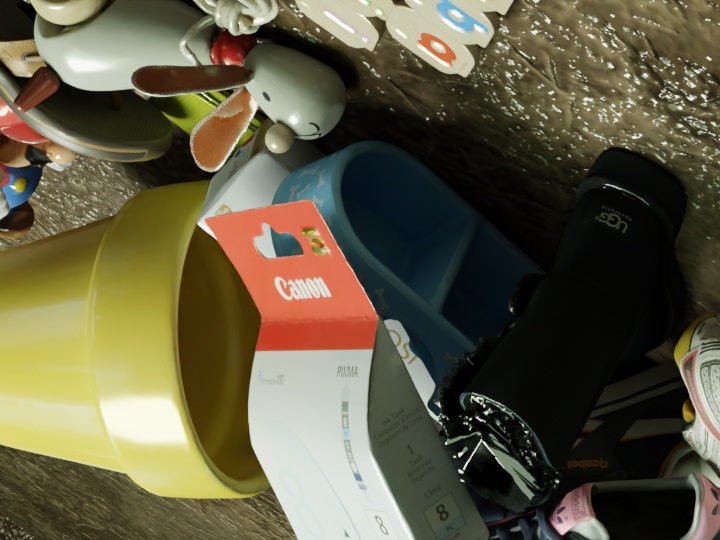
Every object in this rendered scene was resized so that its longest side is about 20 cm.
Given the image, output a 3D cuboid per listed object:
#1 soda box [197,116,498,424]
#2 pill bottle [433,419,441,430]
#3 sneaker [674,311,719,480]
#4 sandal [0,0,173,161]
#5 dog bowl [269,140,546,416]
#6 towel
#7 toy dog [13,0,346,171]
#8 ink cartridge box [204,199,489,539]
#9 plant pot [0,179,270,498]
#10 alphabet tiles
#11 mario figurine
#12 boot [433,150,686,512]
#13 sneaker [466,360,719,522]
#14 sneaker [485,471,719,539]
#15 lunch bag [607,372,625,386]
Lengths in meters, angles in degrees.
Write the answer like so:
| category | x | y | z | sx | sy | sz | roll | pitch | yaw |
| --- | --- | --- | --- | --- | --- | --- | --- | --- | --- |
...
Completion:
| category | x | y | z | sx | sy | sz | roll | pitch | yaw |
| --- | --- | --- | --- | --- | --- | --- | --- | --- | --- |
| soda box | 0.000 | 0.000 | 1.247 | 0.200 | 0.064 | 0.068 | 39 | -159 | -13 |
| pill bottle | 0.110 | 0.173 | 1.474 | 0.199 | 0.111 | 0.111 | 29 | 161 | 12 |
| sneaker | 0.215 | 0.088 | 1.091 | 0.082 | 0.078 | 0.201 | 31 | 156 | 38 |
| sandal | -0.194 | -0.140 | 1.276 | 0.200 | 0.082 | 0.055 | 43 | 125 | 1 |
| dog bowl | 0.041 | 0.007 | 1.180 | 0.200 | 0.112 | 0.049 | 41 | 133 | -13 |
| towel | -0.044 | -0.055 | 1.304 | 0.199 | 0.018 | 0.086 | 37 | 160 | -11 |
| toy dog | -0.116 | -0.107 | 1.160 | 0.199 | 0.097 | 0.132 | 18 | 163 | 39 |
| ink cartridge box | -0.025 | 0.064 | 1.123 | 0.201 | 0.047 | 0.160 | 62 | 157 | -10 |
| plant pot | -0.155 | 0.047 | 1.365 | 0.187 | 0.202 | 0.201 | -3 | 146 | 23 |
| alphabet tiles | -0.016 | -0.169 | 0.984 | 0.195 | 0.015 | 0.200 | 35 | 161 | 1 |
| mario figurine | -0.225 | -0.066 | 1.400 | 0.105 | 0.124 | 0.200 | 1 | 147 | -20 |
| boot | 0.103 | 0.049 | 1.095 | 0.076 | 0.169 | 0.200 | 28 | 161 | 14 |
| sneaker | 0.123 | 0.118 | 1.178 | 0.079 | 0.198 | 0.080 | 91 | 156 | -62 |
| sneaker | 0.099 | 0.143 | 1.110 | 0.198 | 0.071 | 0.082 | -12 | 139 | 4 |
| lunch bag | 0.118 | 0.132 | 1.323 | 0.132 | 0.136 | 0.200 | 29 | 162 | 10 |
